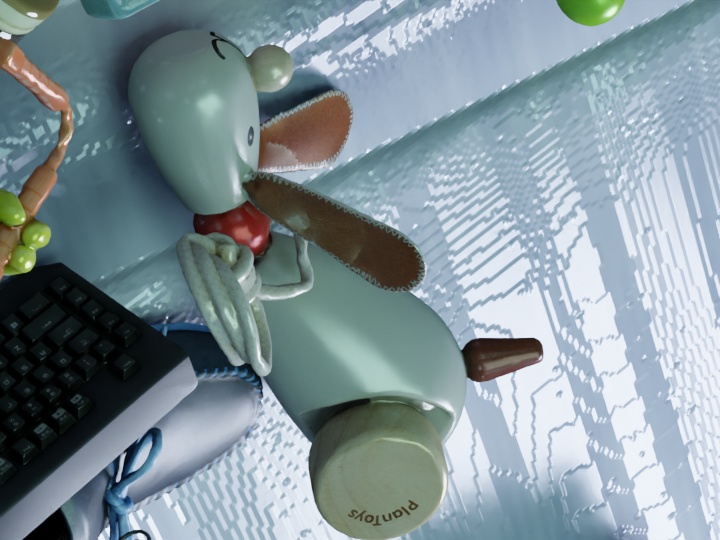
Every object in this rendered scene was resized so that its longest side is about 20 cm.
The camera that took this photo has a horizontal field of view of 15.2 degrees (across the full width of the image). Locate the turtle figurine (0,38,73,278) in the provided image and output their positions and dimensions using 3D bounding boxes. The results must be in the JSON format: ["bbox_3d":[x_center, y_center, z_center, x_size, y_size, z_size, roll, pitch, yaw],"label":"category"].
[{"bbox_3d":[-0.168,0.008,0.694,0.199,0.064,0.163,-1,109,-51],"label":"turtle figurine"}]

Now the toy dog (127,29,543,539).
[{"bbox_3d":[0.000,0.000,0.937,0.096,0.132,0.200,-24,143,2],"label":"toy dog"}]

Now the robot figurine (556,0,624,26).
[{"bbox_3d":[0.110,-0.170,0.916,0.199,0.116,0.176,-4,144,-39],"label":"robot figurine"}]

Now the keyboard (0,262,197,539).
[{"bbox_3d":[-0.130,0.083,0.845,0.200,0.127,0.021,-41,152,-26],"label":"keyboard"}]

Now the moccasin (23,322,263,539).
[{"bbox_3d":[-0.113,0.082,0.918,0.199,0.068,0.081,-24,129,-27],"label":"moccasin"}]

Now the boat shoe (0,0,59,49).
[{"bbox_3d":[-0.173,-0.115,0.711,0.200,0.072,0.066,36,112,-15],"label":"boat shoe"}]

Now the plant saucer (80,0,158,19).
[{"bbox_3d":[-0.073,-0.147,0.686,0.070,0.019,0.201,-27,136,-3],"label":"plant saucer"}]
